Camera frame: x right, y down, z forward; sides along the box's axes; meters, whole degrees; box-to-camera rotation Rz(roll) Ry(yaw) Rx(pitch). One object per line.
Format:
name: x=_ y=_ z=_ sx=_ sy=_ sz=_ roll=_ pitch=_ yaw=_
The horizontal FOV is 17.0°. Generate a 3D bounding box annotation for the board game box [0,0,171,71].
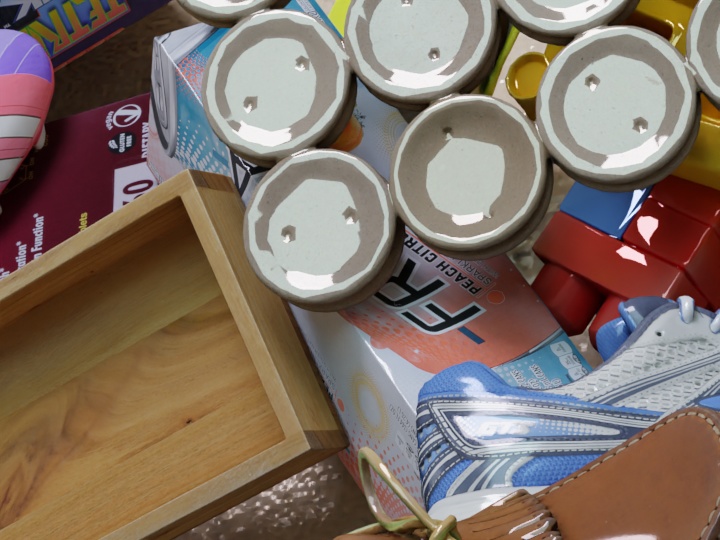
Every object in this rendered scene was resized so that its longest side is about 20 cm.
board game box: x=-0.176 y=-0.128 z=1.006 sx=0.165 sy=0.057 sz=0.200 roll=-32 pitch=32 yaw=-15

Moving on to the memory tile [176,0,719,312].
memory tile: x=0.042 y=-0.084 z=0.752 sx=0.199 sy=0.017 sz=0.154 roll=-22 pitch=71 yaw=10

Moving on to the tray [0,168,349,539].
tray: x=-0.110 y=0.058 z=0.802 sx=0.200 sy=0.037 sz=0.099 roll=-29 pitch=77 yaw=20

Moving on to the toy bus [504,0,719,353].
toy bus: x=0.147 y=-0.042 z=0.781 sx=0.200 sy=0.136 sz=0.192 roll=24 pitch=77 yaw=35

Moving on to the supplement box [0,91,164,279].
supplement box: x=-0.148 y=0.010 z=0.907 sx=0.199 sy=0.061 sz=0.109 roll=-16 pitch=46 yaw=12

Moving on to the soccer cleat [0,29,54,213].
soccer cleat: x=-0.192 y=-0.026 z=0.862 sx=0.200 sy=0.077 sz=0.067 roll=-43 pitch=47 yaw=-15

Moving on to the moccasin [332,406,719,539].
moccasin: x=0.013 y=0.095 z=0.619 sx=0.201 sy=0.078 sz=0.074 roll=-29 pitch=34 yaw=14

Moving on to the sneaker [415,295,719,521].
sneaker: x=0.108 y=0.042 z=0.708 sx=0.199 sy=0.077 sz=0.085 roll=-8 pitch=65 yaw=-16

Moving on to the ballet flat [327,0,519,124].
ballet flat: x=0.030 y=-0.094 z=0.837 sx=0.067 sy=0.200 sz=0.067 roll=24 pitch=30 yaw=-7

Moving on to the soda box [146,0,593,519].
soda box: x=0.000 y=0.000 z=0.804 sx=0.063 sy=0.069 sz=0.200 roll=-20 pitch=55 yaw=-24
